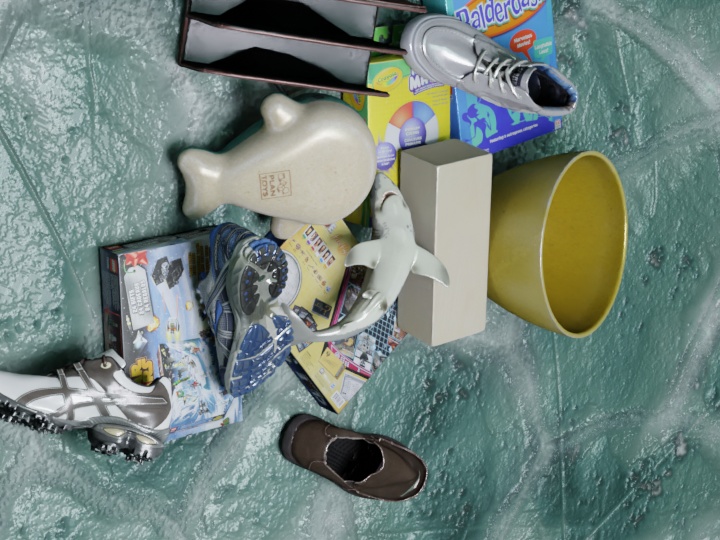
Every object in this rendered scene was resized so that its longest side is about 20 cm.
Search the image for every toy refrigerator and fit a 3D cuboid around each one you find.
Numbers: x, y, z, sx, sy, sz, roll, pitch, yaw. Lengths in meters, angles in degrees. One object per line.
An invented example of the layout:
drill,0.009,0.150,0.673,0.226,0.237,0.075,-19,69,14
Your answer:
toy refrigerator,0.086,-0.031,1.841,0.076,0.070,0.201,-16,117,-33

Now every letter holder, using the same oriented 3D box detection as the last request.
letter holder,-0.053,-0.223,1.656,0.199,0.142,0.101,5,101,-25

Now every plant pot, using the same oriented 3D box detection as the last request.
plant pot,0.184,-0.034,1.908,0.200,0.141,0.202,-14,106,-54

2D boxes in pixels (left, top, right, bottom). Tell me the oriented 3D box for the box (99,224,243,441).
box,-0.185,0.065,1.725,0.136,0.040,0.201,-12,109,-36

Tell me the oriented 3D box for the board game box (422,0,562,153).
board game box,0.144,-0.233,1.901,0.151,0.045,0.201,-22,114,-32

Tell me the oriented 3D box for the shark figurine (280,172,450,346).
shark figurine,-0.001,0.022,1.790,0.128,0.089,0.215,41,71,-10

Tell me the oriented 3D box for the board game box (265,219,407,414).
board game box,-0.039,0.035,1.835,0.136,0.035,0.200,-47,126,-18

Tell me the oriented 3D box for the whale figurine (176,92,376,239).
whale figurine,-0.086,-0.109,1.735,0.199,0.104,0.160,-12,123,-11

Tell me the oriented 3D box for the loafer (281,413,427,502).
loafer,0.004,0.214,1.893,0.199,0.071,0.073,20,89,-40

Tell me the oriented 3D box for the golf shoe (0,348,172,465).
golf shoe,-0.270,0.112,1.641,0.199,0.078,0.095,21,76,-23

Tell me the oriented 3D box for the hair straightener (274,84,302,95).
hair straightener,-0.034,-0.257,1.757,0.077,0.041,0.201,23,88,-39

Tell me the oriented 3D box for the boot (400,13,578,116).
boot,0.140,-0.212,1.811,0.199,0.095,0.074,16,91,-40

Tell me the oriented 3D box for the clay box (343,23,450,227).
clay box,0.039,-0.154,1.837,0.114,0.047,0.201,-14,112,-36

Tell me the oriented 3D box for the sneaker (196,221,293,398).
sneaker,-0.116,0.034,1.700,0.077,0.085,0.201,-25,139,-34
